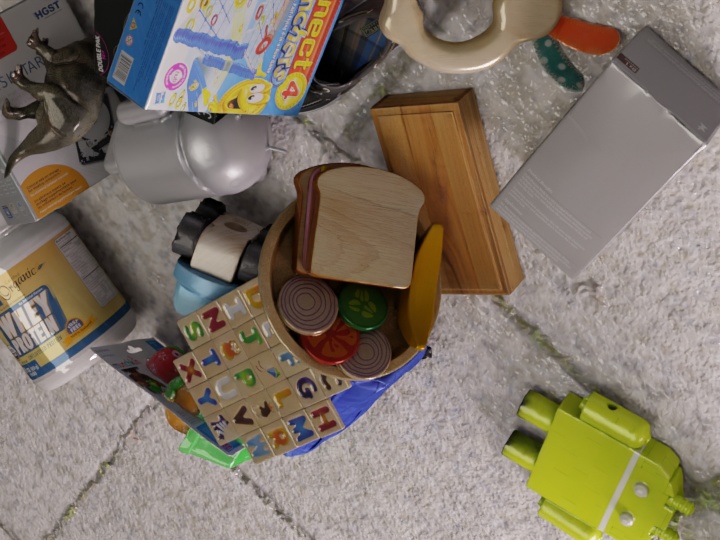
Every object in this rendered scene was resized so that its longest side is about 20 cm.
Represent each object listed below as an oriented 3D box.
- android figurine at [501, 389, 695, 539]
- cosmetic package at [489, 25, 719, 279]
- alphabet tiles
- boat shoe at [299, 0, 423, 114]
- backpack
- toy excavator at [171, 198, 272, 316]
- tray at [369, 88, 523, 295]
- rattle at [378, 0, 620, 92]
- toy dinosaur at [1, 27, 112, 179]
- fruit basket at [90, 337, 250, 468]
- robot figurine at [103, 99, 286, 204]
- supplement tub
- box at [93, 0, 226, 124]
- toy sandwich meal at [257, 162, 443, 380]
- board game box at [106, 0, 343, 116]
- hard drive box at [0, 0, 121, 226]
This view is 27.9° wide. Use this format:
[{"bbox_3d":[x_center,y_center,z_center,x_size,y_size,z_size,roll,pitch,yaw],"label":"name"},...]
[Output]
[{"bbox_3d":[0.240,0.203,1.457,0.199,0.041,0.183,32,133,16],"label":"android figurine"},{"bbox_3d":[0.212,-0.098,1.240,0.107,0.090,0.200,43,132,2],"label":"cosmetic package"},{"bbox_3d":[-0.100,0.101,1.422,0.199,0.006,0.167,-27,92,40],"label":"alphabet tiles"},{"bbox_3d":[-0.023,-0.195,1.351,0.199,0.066,0.070,-25,104,43],"label":"boat shoe"},{"bbox_3d":[-0.063,0.097,1.512,0.163,0.167,0.200,53,137,8],"label":"backpack"},{"bbox_3d":[-0.154,0.029,1.550,0.099,0.195,0.201,23,107,4],"label":"toy excavator"},{"bbox_3d":[0.083,-0.071,1.382,0.098,0.037,0.201,0,120,35],"label":"tray"},{"bbox_3d":[0.109,-0.230,1.252,0.198,0.143,0.131,8,95,-15],"label":"rattle"},{"bbox_3d":[-0.297,-0.178,1.454,0.102,0.201,0.077,26,163,-1],"label":"toy dinosaur"},{"bbox_3d":[-0.188,0.132,1.637,0.200,0.185,0.094,40,100,11],"label":"fruit basket"},{"bbox_3d":[-0.170,-0.129,1.466,0.199,0.114,0.169,-5,156,37],"label":"robot figurine"},{"bbox_3d":[-0.371,0.023,1.691,0.144,0.145,0.201,-26,103,43],"label":"supplement tub"},{"bbox_3d":[-0.156,-0.269,1.355,0.148,0.124,0.201,24,132,19],"label":"box"},{"bbox_3d":[0.000,0.000,1.342,0.206,0.205,0.070,52,157,-6],"label":"toy sandwich meal"},{"bbox_3d":[-0.100,-0.235,1.244,0.056,0.195,0.201,37,115,31],"label":"board game box"},{"bbox_3d":[-0.345,-0.172,1.524,0.077,0.156,0.201,-4,119,53],"label":"hard drive box"}]
